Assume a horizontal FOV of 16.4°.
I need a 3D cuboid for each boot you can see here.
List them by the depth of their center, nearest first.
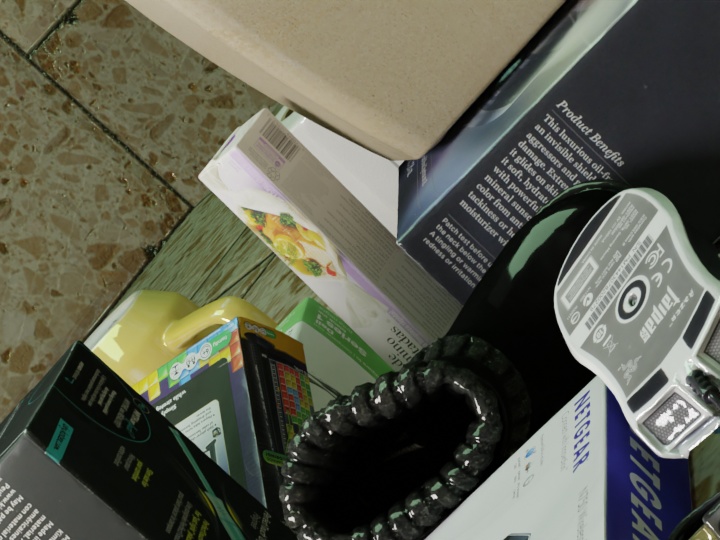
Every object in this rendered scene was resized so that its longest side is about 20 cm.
[{"bbox_3d":[0.057,0.043,1.105,0.211,0.079,0.158,-57,-18,1],"label":"boot"}]

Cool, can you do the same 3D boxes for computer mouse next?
[{"bbox_3d":[0.129,0.032,0.922,0.110,0.044,0.200,-56,26,17],"label":"computer mouse"}]

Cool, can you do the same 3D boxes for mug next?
[{"bbox_3d":[-0.108,0.081,1.682,0.187,0.153,0.149,-45,8,17],"label":"mug"}]

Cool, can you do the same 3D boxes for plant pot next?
[{"bbox_3d":[0.005,-0.164,1.304,0.200,0.177,0.200,-47,5,-3],"label":"plant pot"}]

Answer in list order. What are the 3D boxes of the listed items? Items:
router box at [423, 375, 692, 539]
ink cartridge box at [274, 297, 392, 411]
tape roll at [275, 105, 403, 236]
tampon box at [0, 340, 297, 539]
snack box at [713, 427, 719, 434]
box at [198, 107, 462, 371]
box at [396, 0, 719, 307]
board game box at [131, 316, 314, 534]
[{"bbox_3d":[0.048,0.145,0.947,0.180,0.049,0.200,-46,8,16],"label":"router box"},{"bbox_3d":[-0.058,0.120,1.478,0.146,0.084,0.200,-46,8,17],"label":"ink cartridge box"},{"bbox_3d":[0.034,-0.095,1.668,0.203,0.139,0.203,-47,8,8],"label":"tape roll"},{"bbox_3d":[-0.106,0.159,1.144,0.126,0.200,0.150,-46,7,11],"label":"tampon box"},{"bbox_3d":[0.204,-0.022,0.957,0.200,0.037,0.116,-39,13,48],"label":"snack box"},{"bbox_3d":[0.000,0.000,1.336,0.039,0.200,0.041,-34,16,46],"label":"box"},{"bbox_3d":[0.125,-0.066,1.286,0.198,0.123,0.200,-45,9,10],"label":"box"},{"bbox_3d":[-0.105,0.144,1.340,0.200,0.057,0.166,-33,52,30],"label":"board game box"}]
